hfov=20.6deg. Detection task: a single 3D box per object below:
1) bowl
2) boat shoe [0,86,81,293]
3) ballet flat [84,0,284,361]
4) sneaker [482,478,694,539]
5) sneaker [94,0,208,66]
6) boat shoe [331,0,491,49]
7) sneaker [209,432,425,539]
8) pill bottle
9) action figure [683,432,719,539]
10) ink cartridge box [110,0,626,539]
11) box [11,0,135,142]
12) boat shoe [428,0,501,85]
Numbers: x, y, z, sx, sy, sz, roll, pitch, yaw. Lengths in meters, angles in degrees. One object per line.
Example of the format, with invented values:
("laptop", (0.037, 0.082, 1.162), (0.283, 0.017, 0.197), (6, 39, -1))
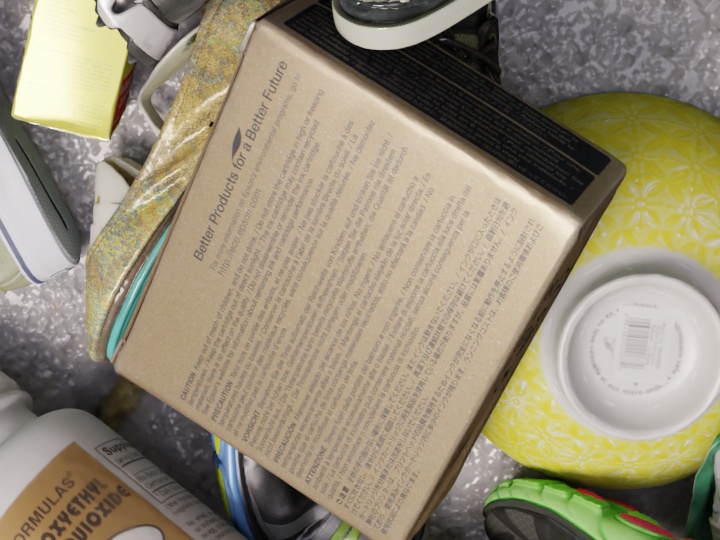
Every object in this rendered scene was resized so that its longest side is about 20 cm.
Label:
("bowl", (0.128, 0.024, 0.940), (0.198, 0.108, 0.202), (0, 106, 0))
("boat shoe", (-0.201, -0.074, 0.930), (0.062, 0.072, 0.201), (-24, 108, 5))
("ballet flat", (-0.089, -0.052, 0.945), (0.070, 0.071, 0.201), (30, 105, -9))
("sneaker", (0.115, 0.153, 0.935), (0.076, 0.200, 0.085), (20, 91, -30))
("sneaker", (-0.118, -0.188, 0.825), (0.090, 0.067, 0.201), (-36, 106, 9))
("boat shoe", (0.063, -0.172, 0.838), (0.199, 0.074, 0.066), (-34, 135, -19))
("sneaker", (-0.013, 0.130, 0.997), (0.082, 0.071, 0.200), (-32, 110, 3))
("pill bottle", (-0.140, 0.133, 0.947), (0.199, 0.114, 0.115), (37, 105, 13))
("action figure", (0.196, 0.125, 0.957), (0.117, 0.055, 0.201), (-12, 134, -10))
("ink cartridge box", (0.000, 0.000, 0.881), (0.164, 0.075, 0.201), (33, 124, 10))
("box", (-0.111, -0.166, 0.901), (0.050, 0.075, 0.202), (15, 105, -5))
("boat shoe", (0.037, -0.088, 0.916), (0.071, 0.066, 0.203), (-4, 116, -37))
